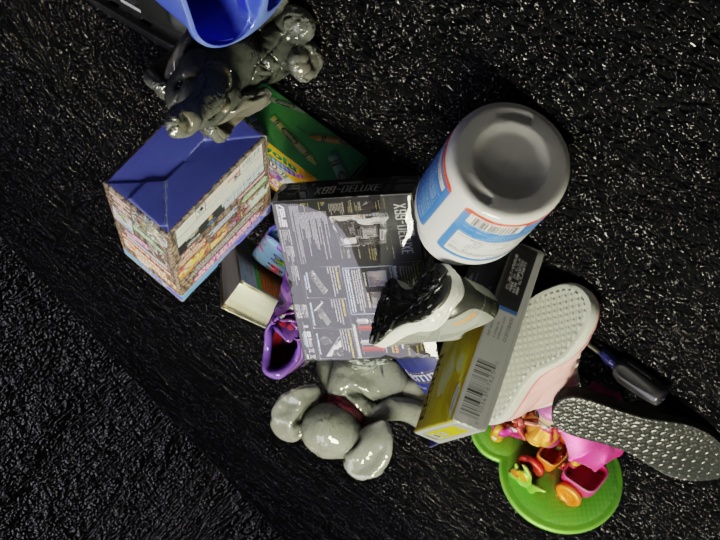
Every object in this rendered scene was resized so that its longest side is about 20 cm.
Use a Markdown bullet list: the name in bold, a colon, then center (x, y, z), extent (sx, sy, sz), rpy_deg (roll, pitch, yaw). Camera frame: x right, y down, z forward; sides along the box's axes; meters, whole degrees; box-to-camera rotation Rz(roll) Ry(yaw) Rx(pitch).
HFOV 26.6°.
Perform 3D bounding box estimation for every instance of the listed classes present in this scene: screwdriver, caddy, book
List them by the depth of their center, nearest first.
- **caddy**: center (-0.119, -0.283, 1.323), extent (0.105, 0.141, 0.200), rpy_deg (37, 163, 23)
- **screwdriver**: center (0.246, 0.076, 1.618), extent (0.200, 0.029, 0.028), rpy_deg (42, 165, 28)
- **book**: center (-0.086, 0.034, 1.964), extent (0.200, 0.048, 0.134), rpy_deg (28, -153, -23)

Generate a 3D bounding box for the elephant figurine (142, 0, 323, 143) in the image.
- **elephant figurine**: center (-0.146, -0.191, 1.492), extent (0.141, 0.200, 0.155), rpy_deg (32, 160, 25)

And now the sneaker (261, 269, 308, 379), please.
- **sneaker**: center (-0.065, 0.042, 1.758), extent (0.081, 0.083, 0.200), rpy_deg (20, 115, 9)

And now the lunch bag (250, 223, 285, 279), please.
- **lunch bag**: center (-0.027, 0.009, 1.868), extent (0.200, 0.094, 0.151), rpy_deg (45, 164, -1)

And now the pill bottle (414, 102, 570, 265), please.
- **pill bottle**: center (0.111, -0.070, 1.392), extent (0.112, 0.112, 0.200), rpy_deg (41, 162, 1)

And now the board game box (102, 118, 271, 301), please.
- **board game box**: center (-0.190, -0.083, 1.713), extent (0.097, 0.159, 0.200), rpy_deg (39, 162, 13)

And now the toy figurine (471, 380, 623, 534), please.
- **toy figurine**: center (0.228, 0.179, 1.726), extent (0.200, 0.150, 0.184), rpy_deg (38, 150, 15)

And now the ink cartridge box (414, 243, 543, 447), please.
- **ink cartridge box**: center (0.114, 0.082, 1.600), extent (0.047, 0.198, 0.200), rpy_deg (22, 164, -12)

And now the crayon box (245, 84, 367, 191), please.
- **crayon box**: center (-0.084, -0.138, 1.723), extent (0.200, 0.058, 0.119), rpy_deg (37, 162, 14)

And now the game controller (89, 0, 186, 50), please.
- **game controller**: center (-0.255, -0.312, 1.722), extent (0.200, 0.042, 0.104), rpy_deg (32, 145, 27)

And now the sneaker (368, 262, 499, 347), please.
- **sneaker**: center (0.068, 0.047, 1.540), extent (0.079, 0.074, 0.200), rpy_deg (20, 164, -21)

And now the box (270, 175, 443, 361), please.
- **box**: center (0.000, 0.000, 1.645), extent (0.157, 0.050, 0.200), rpy_deg (-3, 116, 17)

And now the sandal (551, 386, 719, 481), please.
- **sandal**: center (0.301, 0.163, 1.612), extent (0.200, 0.048, 0.075), rpy_deg (22, 130, -4)

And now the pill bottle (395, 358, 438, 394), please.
- **pill bottle**: center (0.086, 0.068, 1.758), extent (0.200, 0.116, 0.116), rpy_deg (50, 160, -23)

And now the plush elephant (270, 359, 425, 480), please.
- **plush elephant**: center (-0.010, 0.167, 1.818), extent (0.165, 0.155, 0.200), rpy_deg (36, 177, 17)

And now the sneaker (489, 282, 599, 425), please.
- **sneaker**: center (0.202, 0.082, 1.601), extent (0.075, 0.105, 0.200), rpy_deg (55, 129, 26)
